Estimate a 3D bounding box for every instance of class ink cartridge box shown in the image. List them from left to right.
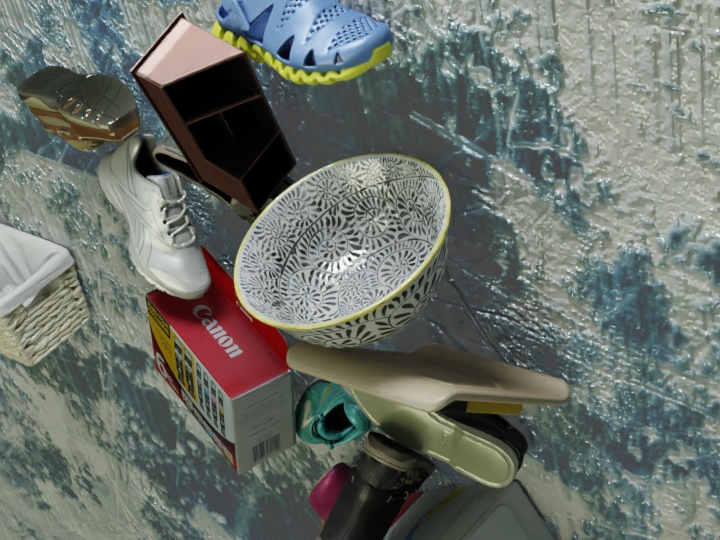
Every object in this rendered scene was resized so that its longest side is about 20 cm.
[{"bbox_3d":[-0.162,0.098,1.376,0.200,0.084,0.176,44,147,37],"label":"ink cartridge box"},{"bbox_3d":[0.102,0.329,1.277,0.146,0.145,0.200,56,145,-8],"label":"ink cartridge box"}]

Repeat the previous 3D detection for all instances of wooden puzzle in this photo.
[{"bbox_3d":[0.061,0.100,1.074,0.185,0.200,0.037,13,97,42],"label":"wooden puzzle"}]

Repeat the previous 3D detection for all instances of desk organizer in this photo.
[{"bbox_3d":[-0.128,-0.138,1.101,0.077,0.072,0.200,32,166,22],"label":"desk organizer"}]

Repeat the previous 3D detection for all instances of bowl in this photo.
[{"bbox_3d":[0.000,0.000,1.050,0.200,0.201,0.094,15,149,40],"label":"bowl"}]

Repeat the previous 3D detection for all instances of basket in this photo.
[{"bbox_3d":[-0.493,0.032,1.689,0.200,0.136,0.124,18,139,38],"label":"basket"}]

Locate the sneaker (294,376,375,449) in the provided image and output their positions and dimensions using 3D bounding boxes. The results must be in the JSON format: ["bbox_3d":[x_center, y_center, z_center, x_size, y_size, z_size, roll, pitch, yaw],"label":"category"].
[{"bbox_3d":[-0.030,0.158,1.323,0.078,0.080,0.200,53,148,-3],"label":"sneaker"}]

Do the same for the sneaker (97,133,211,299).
[{"bbox_3d":[-0.223,-0.060,1.330,0.087,0.074,0.200,-38,81,48],"label":"sneaker"}]

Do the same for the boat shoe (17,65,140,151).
[{"bbox_3d":[-0.306,-0.174,1.341,0.200,0.076,0.074,26,145,44],"label":"boat shoe"}]

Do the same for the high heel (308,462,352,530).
[{"bbox_3d":[-0.011,0.306,1.443,0.096,0.067,0.200,44,152,26],"label":"high heel"}]

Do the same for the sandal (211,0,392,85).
[{"bbox_3d":[-0.058,-0.215,1.013,0.200,0.079,0.087,21,132,34],"label":"sandal"}]

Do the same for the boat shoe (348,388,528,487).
[{"bbox_3d":[0.080,0.139,1.196,0.199,0.066,0.075,25,125,23],"label":"boat shoe"}]

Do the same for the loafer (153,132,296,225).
[{"bbox_3d":[-0.126,-0.081,1.224,0.200,0.063,0.072,36,144,20],"label":"loafer"}]

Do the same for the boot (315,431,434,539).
[{"bbox_3d":[0.011,0.250,1.247,0.073,0.151,0.200,25,172,11],"label":"boot"}]
